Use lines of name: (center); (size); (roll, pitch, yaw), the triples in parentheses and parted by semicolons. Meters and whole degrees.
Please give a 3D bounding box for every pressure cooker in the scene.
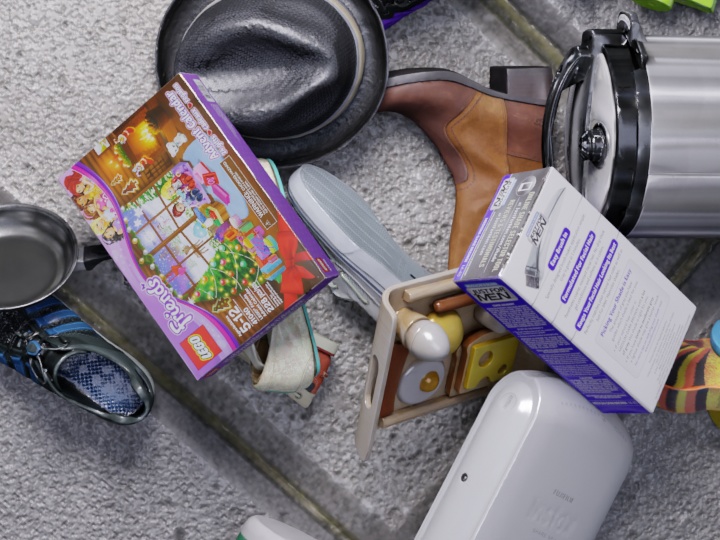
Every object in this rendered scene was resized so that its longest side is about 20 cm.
pressure cooker: (0.251, -0.115, 1.294); (0.199, 0.179, 0.177); (-1, 61, -8)

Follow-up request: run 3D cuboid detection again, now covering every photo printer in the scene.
photo printer: (0.147, 0.190, 1.319); (0.166, 0.069, 0.201); (31, 86, -42)

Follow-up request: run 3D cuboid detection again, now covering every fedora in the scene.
fedora: (-0.079, -0.166, 1.251); (0.199, 0.092, 0.202); (2, 105, 8)

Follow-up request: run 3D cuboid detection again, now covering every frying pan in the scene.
frying pan: (-0.255, -0.020, 1.267); (0.189, 0.031, 0.115); (-19, 53, -19)

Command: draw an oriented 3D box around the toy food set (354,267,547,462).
toy food set: (0.087, 0.073, 1.279); (0.199, 0.060, 0.144); (-13, 127, -35)

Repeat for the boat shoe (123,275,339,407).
boat shoe: (-0.115, 0.049, 1.298); (0.199, 0.071, 0.063); (27, 90, -14)

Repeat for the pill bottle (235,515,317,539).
pill bottle: (-0.088, 0.320, 1.290); (0.112, 0.113, 0.201); (27, 88, -10)

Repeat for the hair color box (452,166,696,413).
hair color box: (0.179, 0.020, 1.257); (0.200, 0.065, 0.110); (41, 64, -28)

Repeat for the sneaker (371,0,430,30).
sneaker: (0.040, -0.254, 1.293); (0.199, 0.100, 0.070); (-30, 95, -8)

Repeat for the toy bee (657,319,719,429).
toy bee: (0.345, 0.092, 1.350); (0.199, 0.109, 0.131); (-25, 136, 13)

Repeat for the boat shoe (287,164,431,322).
boat shoe: (0.000, 0.000, 1.312); (0.200, 0.074, 0.067); (46, 119, -7)

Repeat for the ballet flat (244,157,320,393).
ballet flat: (-0.082, 0.002, 1.246); (0.062, 0.067, 0.201); (-9, 77, -23)

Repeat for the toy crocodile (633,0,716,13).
toy crocodile: (0.229, -0.274, 1.353); (0.199, 0.062, 0.068); (13, 90, -15)

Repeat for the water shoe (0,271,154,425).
water shoe: (-0.255, 0.060, 1.265); (0.199, 0.079, 0.072); (30, 87, -10)

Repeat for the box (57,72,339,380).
box: (-0.129, -0.035, 1.206); (0.137, 0.039, 0.200); (-38, 83, 15)

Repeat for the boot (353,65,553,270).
boot: (0.080, -0.077, 1.341); (0.187, 0.068, 0.201); (-3, 101, -17)
